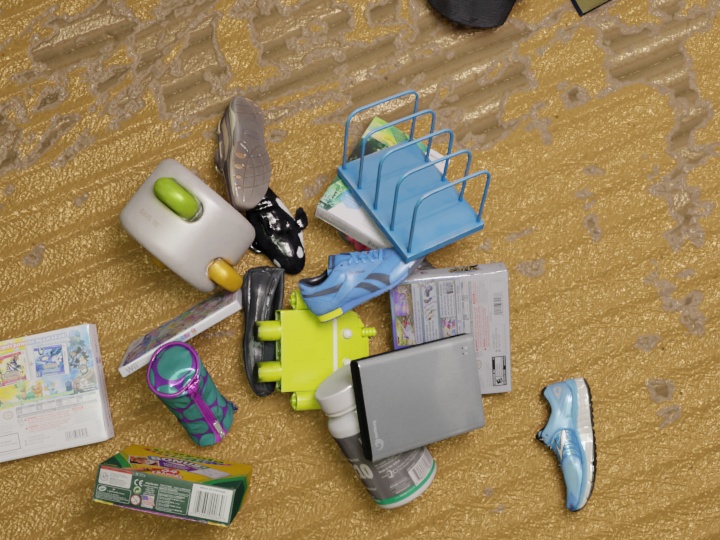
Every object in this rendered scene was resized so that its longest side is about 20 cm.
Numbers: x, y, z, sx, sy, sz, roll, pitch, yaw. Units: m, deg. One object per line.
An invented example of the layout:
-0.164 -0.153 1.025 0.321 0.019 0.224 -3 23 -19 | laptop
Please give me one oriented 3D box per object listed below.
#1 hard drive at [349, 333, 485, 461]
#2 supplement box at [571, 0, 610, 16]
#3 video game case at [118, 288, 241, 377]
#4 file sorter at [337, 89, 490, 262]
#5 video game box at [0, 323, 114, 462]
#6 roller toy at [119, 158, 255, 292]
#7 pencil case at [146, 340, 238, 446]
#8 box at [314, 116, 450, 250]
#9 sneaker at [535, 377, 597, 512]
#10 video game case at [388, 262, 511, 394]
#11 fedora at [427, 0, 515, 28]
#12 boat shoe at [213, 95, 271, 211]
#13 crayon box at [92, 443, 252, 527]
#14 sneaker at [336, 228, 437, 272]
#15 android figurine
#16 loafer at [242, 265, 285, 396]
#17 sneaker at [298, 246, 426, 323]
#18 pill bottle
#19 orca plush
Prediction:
0.084 0.179 1.229 0.197 0.033 0.142 -10 93 -28 | hard drive
0.370 -0.540 1.308 0.133 0.200 0.202 -28 86 -1 | supplement box
-0.270 0.085 1.299 0.198 0.143 0.018 -31 104 -1 | video game case
0.076 -0.142 1.228 0.137 0.124 0.201 -23 57 -21 | file sorter
-0.502 0.193 1.342 0.196 0.047 0.185 -11 88 -1 | video game box
-0.263 -0.060 1.291 0.200 0.182 0.140 42 85 -31 | roller toy
-0.247 0.186 1.264 0.092 0.201 0.085 37 71 28 | pencil case
0.037 -0.130 1.327 0.143 0.036 0.201 30 61 2 | box
0.319 0.270 1.326 0.088 0.078 0.204 -5 82 19 | sneaker
0.137 0.095 1.307 0.178 0.046 0.203 -5 109 -1 | video game case
0.172 -0.439 1.343 0.197 0.201 0.093 16 119 2 | fedora
-0.188 -0.175 1.336 0.074 0.073 0.203 20 54 -35 | boat shoe
-0.271 0.314 1.267 0.196 0.173 0.059 11 89 1 | crayon box
0.061 -0.047 1.346 0.199 0.079 0.096 36 72 1 | sneaker
-0.067 0.121 1.315 0.197 0.041 0.186 1 89 -21 | android figurine
-0.144 0.093 1.332 0.069 0.068 0.204 -4 82 15 | loafer
0.000 0.000 1.245 0.198 0.066 0.079 -28 107 15 | sneaker
0.021 0.243 1.275 0.112 0.113 0.202 -31 103 -2 | pill bottle
-0.139 -0.092 1.346 0.103 0.071 0.204 -10 86 0 | orca plush
